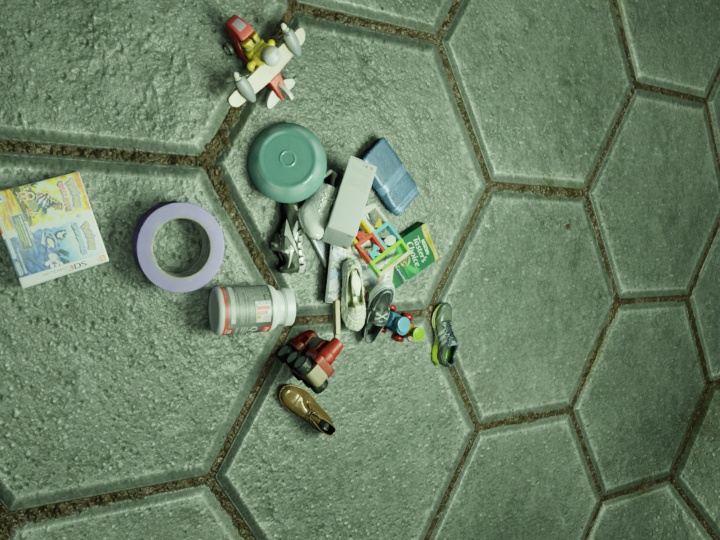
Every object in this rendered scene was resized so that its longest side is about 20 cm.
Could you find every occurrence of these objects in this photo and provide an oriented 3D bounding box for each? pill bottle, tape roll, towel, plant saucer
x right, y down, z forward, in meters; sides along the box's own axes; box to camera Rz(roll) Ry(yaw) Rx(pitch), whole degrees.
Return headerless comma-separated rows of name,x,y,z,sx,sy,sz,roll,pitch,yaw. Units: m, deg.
pill bottle,-0.265,0.094,1.434,0.196,0.115,0.119,-2,98,-29
tape roll,-0.419,-0.056,1.344,0.196,0.084,0.206,-5,100,-29
towel,0.076,-0.259,1.619,0.112,0.048,0.201,-46,117,-17
plant saucer,-0.179,-0.270,1.431,0.194,0.036,0.206,1,84,-8

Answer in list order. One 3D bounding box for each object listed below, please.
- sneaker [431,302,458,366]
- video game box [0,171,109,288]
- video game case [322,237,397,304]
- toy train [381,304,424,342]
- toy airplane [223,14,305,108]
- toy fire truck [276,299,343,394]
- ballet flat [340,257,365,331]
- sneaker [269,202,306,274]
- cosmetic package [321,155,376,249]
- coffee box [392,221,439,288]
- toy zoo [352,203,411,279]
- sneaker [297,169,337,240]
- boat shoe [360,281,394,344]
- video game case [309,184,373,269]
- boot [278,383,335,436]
sneaker,0.265,0.198,1.773,0.072,0.080,0.206,-8,101,-28
video game box,-0.652,-0.087,1.228,0.179,0.046,0.205,-22,108,-28
video game case,0.000,0.000,1.587,0.195,0.025,0.186,3,100,-23
toy train,0.147,0.174,1.682,0.198,0.115,0.086,30,83,-29
toy airplane,-0.219,-0.480,1.365,0.195,0.140,0.206,-1,98,-30
toy fire truck,-0.108,0.184,1.503,0.200,0.175,0.129,-46,115,-16
ballet flat,-0.018,0.071,1.546,0.070,0.071,0.205,-13,106,-27
sneaker,-0.190,-0.084,1.480,0.089,0.066,0.206,-12,105,-30
cosmetic package,-0.029,-0.169,1.486,0.079,0.113,0.204,20,69,-6
coffee box,0.127,-0.040,1.680,0.198,0.044,0.125,-32,111,-22
toy zoo,0.033,-0.093,1.562,0.130,0.020,0.201,-35,85,-31
sneaker,-0.103,-0.171,1.463,0.074,0.086,0.205,25,55,-38
boat shoe,0.048,0.119,1.586,0.070,0.069,0.202,6,130,-25
video game case,-0.054,-0.112,1.580,0.181,0.023,0.203,-37,113,-20
boot,-0.138,0.377,1.572,0.200,0.075,0.074,45,77,-26
